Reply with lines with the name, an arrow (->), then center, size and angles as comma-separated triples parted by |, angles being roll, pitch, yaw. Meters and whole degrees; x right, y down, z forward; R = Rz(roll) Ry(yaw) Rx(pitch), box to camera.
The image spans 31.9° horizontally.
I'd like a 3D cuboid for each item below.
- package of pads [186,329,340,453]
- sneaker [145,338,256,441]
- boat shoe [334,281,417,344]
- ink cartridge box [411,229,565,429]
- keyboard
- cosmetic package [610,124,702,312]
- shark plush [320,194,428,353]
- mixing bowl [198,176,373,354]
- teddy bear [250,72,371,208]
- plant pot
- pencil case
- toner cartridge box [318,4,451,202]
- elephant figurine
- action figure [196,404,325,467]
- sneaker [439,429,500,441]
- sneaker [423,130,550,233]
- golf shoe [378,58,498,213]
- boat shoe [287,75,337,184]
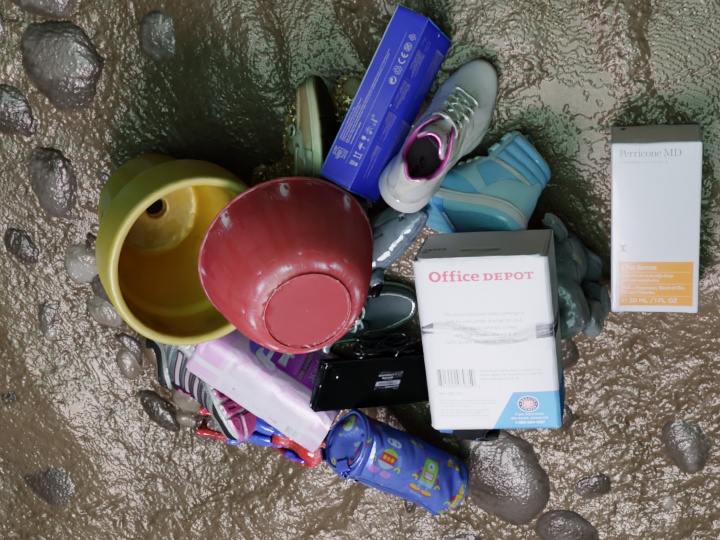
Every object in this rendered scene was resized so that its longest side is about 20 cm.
package of pads -> -0.108, 0.124, 1.564 | 0.199, 0.121, 0.076 | 34, 126, -3
sneaker -> -0.208, 0.137, 1.611 | 0.087, 0.074, 0.201 | -38, 83, 32
boat shoe -> -0.020, 0.063, 1.524 | 0.197, 0.062, 0.074 | -9, 109, -10
ink cartridge box -> 0.143, 0.064, 1.366 | 0.143, 0.084, 0.203 | -2, 112, 15
keyboard -> 0.029, 0.116, 1.534 | 0.198, 0.040, 0.105 | -2, 123, -33
cosmetic package -> 0.333, -0.058, 1.422 | 0.100, 0.071, 0.203 | 0, 112, 12
shark plush -> 0.000, 0.000, 1.450 | 0.201, 0.083, 0.091 | -50, 134, -1
mixing bowl -> -0.068, 0.013, 1.345 | 0.197, 0.109, 0.202 | -9, 125, -12
teddy bear -> -0.037, -0.137, 1.479 | 0.144, 0.067, 0.202 | 26, 106, -5
plant pot -> -0.217, -0.044, 1.454 | 0.198, 0.189, 0.204 | -12, 118, -22
pencil case -> 0.045, 0.241, 1.557 | 0.199, 0.088, 0.077 | 28, 155, -35
toner cartridge box -> 0.029, -0.180, 1.385 | 0.043, 0.095, 0.202 | 27, 93, 19
elephant figurine -> 0.178, 0.033, 1.471 | 0.198, 0.141, 0.158 | -12, 81, 33
action figure -> -0.113, 0.212, 1.644 | 0.197, 0.052, 0.066 | 16, 119, 6
sneaker -> 0.140, 0.143, 1.519 | 0.077, 0.071, 0.201 | 11, 148, 8
sneaker -> 0.133, -0.108, 1.449 | 0.198, 0.131, 0.080 | 20, 156, 38
golf shoe -> 0.097, -0.154, 1.381 | 0.075, 0.092, 0.201 | 33, 76, 0
boat shoe -> -0.061, -0.116, 1.414 | 0.062, 0.073, 0.204 | 1, 109, 13
